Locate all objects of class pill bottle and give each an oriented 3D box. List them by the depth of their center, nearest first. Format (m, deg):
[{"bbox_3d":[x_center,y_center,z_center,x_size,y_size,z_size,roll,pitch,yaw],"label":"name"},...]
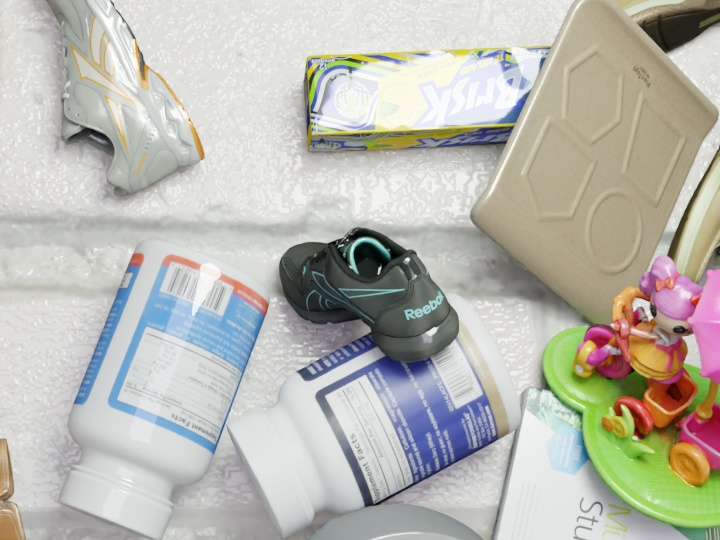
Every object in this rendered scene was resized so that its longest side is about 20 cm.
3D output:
[{"bbox_3d":[-0.149,0.090,1.272,0.111,0.112,0.202,21,78,0],"label":"pill bottle"},{"bbox_3d":[0.009,0.109,1.277,0.198,0.116,0.117,-26,82,-9],"label":"pill bottle"}]

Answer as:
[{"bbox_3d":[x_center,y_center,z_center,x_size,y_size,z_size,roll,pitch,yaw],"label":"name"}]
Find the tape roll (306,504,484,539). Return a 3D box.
[{"bbox_3d":[0.026,0.273,1.236,0.198,0.066,0.203,-2,101,-10],"label":"tape roll"}]

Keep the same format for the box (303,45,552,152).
[{"bbox_3d":[0.056,-0.133,1.351,0.197,0.070,0.065,-4,82,-5],"label":"box"}]

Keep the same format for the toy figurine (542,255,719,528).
[{"bbox_3d":[0.236,0.056,1.247,0.200,0.185,0.150,41,53,22],"label":"toy figurine"}]

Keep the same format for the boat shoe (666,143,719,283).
[{"bbox_3d":[0.301,-0.066,1.358,0.063,0.073,0.202,28,71,6],"label":"boat shoe"}]

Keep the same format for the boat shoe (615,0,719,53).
[{"bbox_3d":[0.250,-0.226,1.393,0.198,0.072,0.077,-22,69,-18],"label":"boat shoe"}]

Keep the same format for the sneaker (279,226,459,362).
[{"bbox_3d":[0.000,0.000,1.266,0.075,0.199,0.080,-36,120,-23],"label":"sneaker"}]

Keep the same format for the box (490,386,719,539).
[{"bbox_3d":[0.205,0.183,1.318,0.198,0.036,0.146,14,78,-3],"label":"box"}]

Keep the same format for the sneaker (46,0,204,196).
[{"bbox_3d":[-0.208,-0.149,1.336,0.092,0.076,0.201,-34,82,-5],"label":"sneaker"}]

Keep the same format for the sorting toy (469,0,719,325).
[{"bbox_3d":[0.180,-0.083,1.329,0.185,0.036,0.201,36,77,-36],"label":"sorting toy"}]

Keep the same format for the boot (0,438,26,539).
[{"bbox_3d":[-0.335,0.144,1.269,0.153,0.074,0.202,-16,92,-6],"label":"boot"}]
